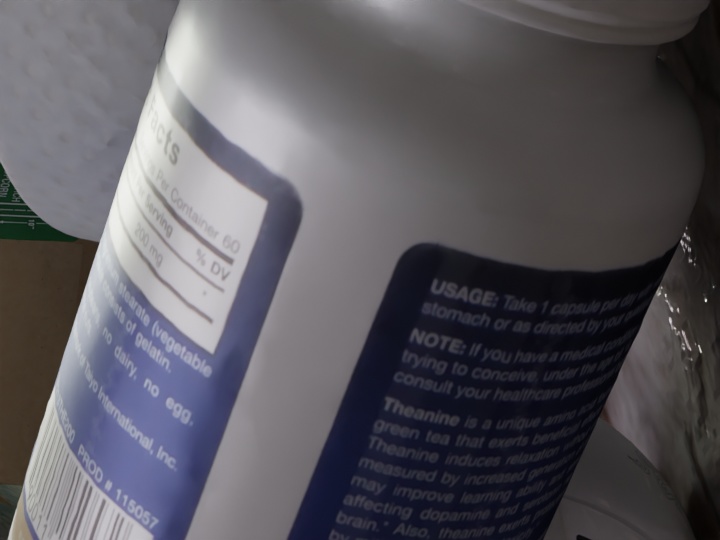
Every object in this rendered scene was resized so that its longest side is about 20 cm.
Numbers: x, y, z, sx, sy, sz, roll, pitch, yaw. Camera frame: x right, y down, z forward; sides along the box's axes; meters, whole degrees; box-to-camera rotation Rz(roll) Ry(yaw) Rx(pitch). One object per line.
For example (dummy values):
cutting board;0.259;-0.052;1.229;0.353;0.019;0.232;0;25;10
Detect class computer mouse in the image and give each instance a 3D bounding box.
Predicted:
computer mouse;0.070;0.109;0.573;0.110;0.044;0.200;-109;6;-52

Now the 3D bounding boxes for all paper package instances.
paper package;-0.133;-0.030;0.852;0.191;0.103;0.201;-127;39;-80

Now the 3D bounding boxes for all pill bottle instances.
pill bottle;0.003;-0.002;0.461;0.111;0.111;0.200;-118;43;-54

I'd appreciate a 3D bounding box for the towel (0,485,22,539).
towel;-0.157;0.109;0.870;0.200;0.048;0.171;34;-177;0

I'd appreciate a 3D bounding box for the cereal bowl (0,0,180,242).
cereal bowl;-0.018;-0.099;0.550;0.200;0.083;0.201;11;-90;-77
